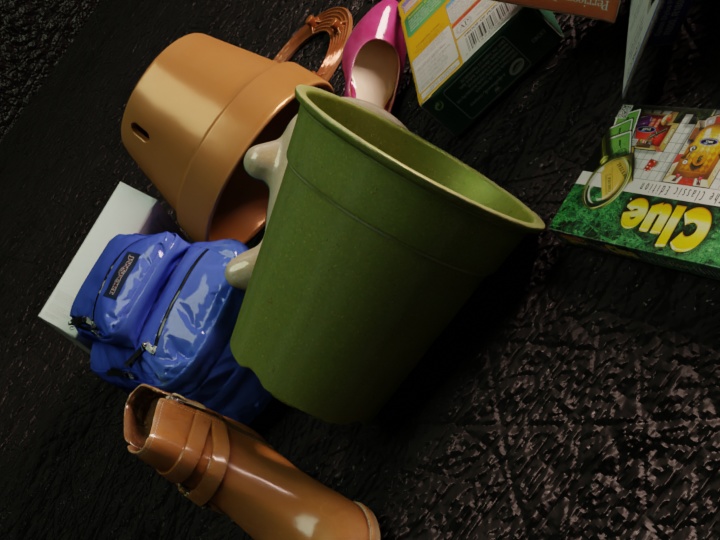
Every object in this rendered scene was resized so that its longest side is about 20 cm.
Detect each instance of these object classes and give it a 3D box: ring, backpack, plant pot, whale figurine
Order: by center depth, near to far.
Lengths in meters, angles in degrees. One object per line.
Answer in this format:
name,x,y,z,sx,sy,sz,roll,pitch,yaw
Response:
plant pot,0.000,0.000,0.807,0.192,0.198,0.200,-61,25,14
whale figurine,-0.032,-0.046,0.939,0.201,0.158,0.104,-58,0,-20
backpack,-0.150,0.051,0.985,0.199,0.167,0.164,7,70,54
plant pot,-0.139,-0.135,1.100,0.201,0.139,0.200,-52,-12,-15
ring,-0.083,-0.239,1.358,0.200,0.019,0.202,-38,32,29

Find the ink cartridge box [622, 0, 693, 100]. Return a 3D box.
ink cartridge box,0.216,-0.244,0.732,0.197,0.043,0.203,91,-172,-68

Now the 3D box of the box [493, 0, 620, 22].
box,0.147,-0.298,0.826,0.098,0.123,0.203,-66,-14,-70

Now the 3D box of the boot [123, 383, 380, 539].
boot,-0.082,0.150,0.771,0.074,0.154,0.199,-57,27,-8

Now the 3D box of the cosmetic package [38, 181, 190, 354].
cosmetic package,-0.232,0.020,1.142,0.152,0.051,0.200,-59,-16,-13

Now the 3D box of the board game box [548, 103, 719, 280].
board game box,0.203,-0.050,0.687,0.106,0.023,0.199,-60,27,-5

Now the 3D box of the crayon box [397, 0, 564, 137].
crayon box,0.102,-0.224,1.011,0.126,0.051,0.201,-42,31,24

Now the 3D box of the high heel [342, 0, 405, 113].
high heel,0.014,-0.173,1.067,0.096,0.067,0.202,-8,57,67
